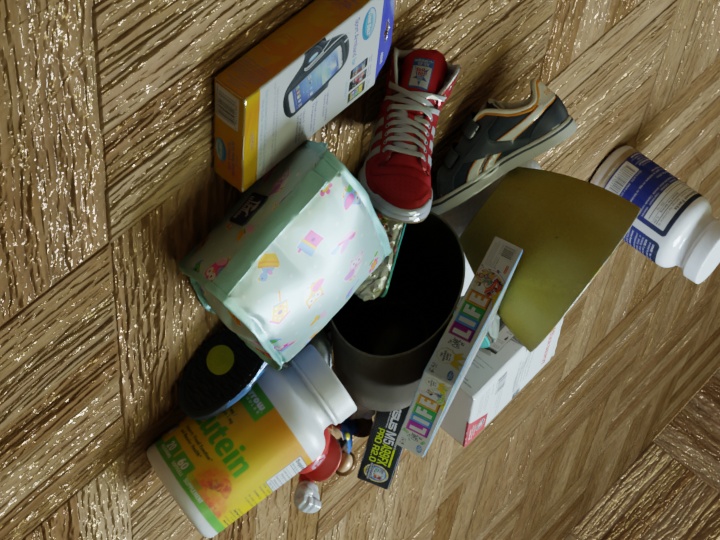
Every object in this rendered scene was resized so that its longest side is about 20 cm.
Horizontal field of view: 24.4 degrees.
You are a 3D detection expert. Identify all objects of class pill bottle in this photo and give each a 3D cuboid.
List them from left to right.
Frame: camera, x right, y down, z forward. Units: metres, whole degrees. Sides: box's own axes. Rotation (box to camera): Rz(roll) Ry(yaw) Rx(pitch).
[{"bbox_3d":[-0.106,0.166,1.672,0.199,0.111,0.111,-37,157,-6],"label":"pill bottle"},{"bbox_3d":[0.421,-0.077,2.344,0.116,0.199,0.116,-43,158,-22],"label":"pill bottle"}]

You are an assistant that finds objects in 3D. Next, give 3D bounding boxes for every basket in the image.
[{"bbox_3d":[0.031,0.059,1.773,0.201,0.135,0.181,96,18,-60],"label":"basket"}]

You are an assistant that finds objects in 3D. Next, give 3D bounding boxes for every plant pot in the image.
[{"bbox_3d":[0.194,-0.033,1.845,0.201,0.142,0.200,-52,178,-3],"label":"plant pot"}]

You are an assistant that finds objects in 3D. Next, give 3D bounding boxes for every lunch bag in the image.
[{"bbox_3d":[-0.069,-0.018,1.496,0.171,0.122,0.200,-47,165,-8],"label":"lunch bag"}]

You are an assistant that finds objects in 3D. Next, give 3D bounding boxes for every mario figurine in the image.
[{"bbox_3d":[-0.028,0.216,1.970,0.105,0.125,0.200,-12,175,16],"label":"mario figurine"}]

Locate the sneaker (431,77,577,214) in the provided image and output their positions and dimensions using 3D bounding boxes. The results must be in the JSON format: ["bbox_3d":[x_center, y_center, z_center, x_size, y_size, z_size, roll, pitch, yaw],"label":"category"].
[{"bbox_3d":[0.134,-0.136,1.820,0.199,0.080,0.079,-32,-169,10],"label":"sneaker"}]

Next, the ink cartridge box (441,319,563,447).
[{"bbox_3d":[0.186,0.127,2.333,0.200,0.083,0.147,-42,158,-26],"label":"ink cartridge box"}]

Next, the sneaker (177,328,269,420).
[{"bbox_3d":[-0.100,0.070,1.648,0.201,0.066,0.078,-53,160,-3],"label":"sneaker"}]

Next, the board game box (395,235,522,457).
[{"bbox_3d":[0.103,0.078,1.723,0.201,0.034,0.135,-59,171,-39],"label":"board game box"}]

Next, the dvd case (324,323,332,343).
[{"bbox_3d":[0.000,0.000,1.820,0.142,0.017,0.201,-40,155,-34],"label":"dvd case"}]

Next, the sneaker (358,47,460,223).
[{"bbox_3d":[0.047,-0.135,1.547,0.201,0.070,0.113,-89,-164,-56],"label":"sneaker"}]

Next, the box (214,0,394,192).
[{"bbox_3d":[-0.046,-0.168,1.424,0.200,0.041,0.120,-44,158,-30],"label":"box"}]

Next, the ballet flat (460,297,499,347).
[{"bbox_3d":[0.142,0.049,2.165,0.200,0.067,0.064,50,51,-70],"label":"ballet flat"}]

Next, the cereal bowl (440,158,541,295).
[{"bbox_3d":[0.158,-0.049,1.991,0.200,0.083,0.201,-44,157,-24],"label":"cereal bowl"}]

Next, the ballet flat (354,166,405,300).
[{"bbox_3d":[0.021,-0.069,1.668,0.076,0.063,0.202,131,-23,-70],"label":"ballet flat"}]

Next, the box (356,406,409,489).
[{"bbox_3d":[0.057,0.139,2.023,0.201,0.044,0.161,-66,174,-46],"label":"box"}]

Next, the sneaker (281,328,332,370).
[{"bbox_3d":[-0.097,0.141,1.757,0.088,0.074,0.201,-19,140,-59],"label":"sneaker"}]
